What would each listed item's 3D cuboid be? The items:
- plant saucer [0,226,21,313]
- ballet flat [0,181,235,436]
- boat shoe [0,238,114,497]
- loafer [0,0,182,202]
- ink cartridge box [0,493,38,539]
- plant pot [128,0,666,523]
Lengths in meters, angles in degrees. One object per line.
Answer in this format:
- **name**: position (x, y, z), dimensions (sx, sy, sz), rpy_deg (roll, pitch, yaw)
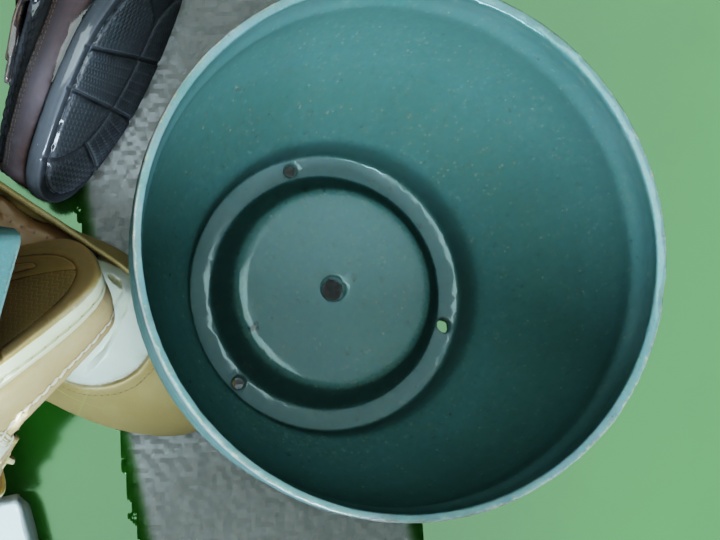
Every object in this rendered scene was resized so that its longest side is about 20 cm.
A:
- **plant saucer**: position (-0.206, 0.003, 1.063), dimensions (0.200, 0.019, 0.070), rpy_deg (11, 85, 45)
- **ballet flat**: position (-0.140, 0.003, 1.108), dimensions (0.200, 0.063, 0.069), rpy_deg (33, 87, 1)
- **boat shoe**: position (-0.171, 0.068, 1.064), dimensions (0.200, 0.074, 0.069), rpy_deg (-37, 128, 0)
- **loafer**: position (-0.106, -0.128, 1.118), dimensions (0.063, 0.072, 0.200), rpy_deg (24, 91, 20)
- **ink cartridge box**: position (-0.189, 0.204, 1.103), dimensions (0.160, 0.047, 0.200), rpy_deg (-14, 85, -2)
- **plant pot**: position (0.000, 0.000, 1.065), dimensions (0.200, 0.134, 0.201), rpy_deg (2, 82, -14)
